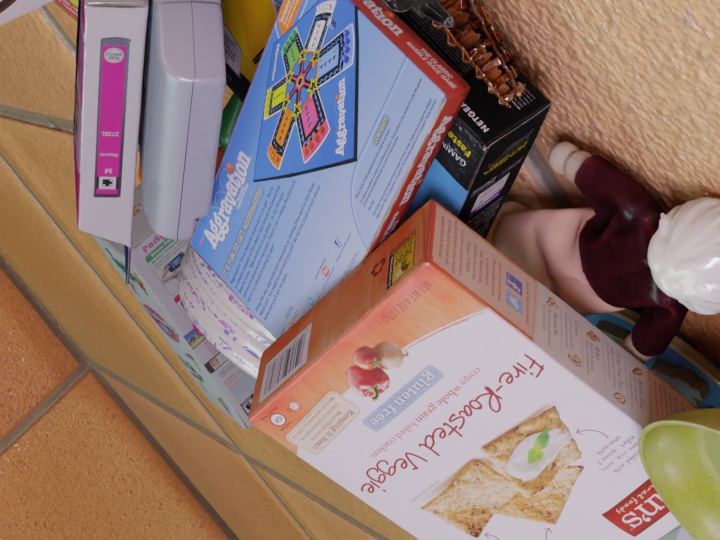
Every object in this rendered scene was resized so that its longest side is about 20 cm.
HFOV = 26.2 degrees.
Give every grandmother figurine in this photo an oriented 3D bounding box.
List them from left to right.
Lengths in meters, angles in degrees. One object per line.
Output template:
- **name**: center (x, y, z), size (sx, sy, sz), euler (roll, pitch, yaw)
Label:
- **grandmother figurine**: center (0.127, -0.009, 0.772), size (0.122, 0.060, 0.200), euler (59, 159, -15)

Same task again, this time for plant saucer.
- **plant saucer**: center (0.208, 0.123, 0.665), size (0.200, 0.031, 0.200), euler (39, 165, 13)

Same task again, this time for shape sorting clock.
- **shape sorting clock**: center (0.172, 0.087, 0.911), size (0.200, 0.039, 0.200), euler (42, 164, 15)

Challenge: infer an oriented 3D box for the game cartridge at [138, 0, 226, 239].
- **game cartridge**: center (-0.099, -0.134, 0.814), size (0.134, 0.041, 0.201), euler (98, 166, -49)

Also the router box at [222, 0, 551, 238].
- **router box**: center (-0.002, -0.101, 0.799), size (0.200, 0.051, 0.149), euler (48, 153, 16)

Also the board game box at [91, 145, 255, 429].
- **board game box**: center (-0.091, 0.000, 1.174), size (0.064, 0.147, 0.200), euler (32, 158, 47)

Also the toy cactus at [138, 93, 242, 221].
- **toy cactus**: center (-0.085, -0.130, 0.968), size (0.164, 0.102, 0.201), euler (-5, 103, 40)

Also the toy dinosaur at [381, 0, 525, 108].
- **toy dinosaur**: center (0.021, -0.163, 0.662), size (0.200, 0.102, 0.136), euler (34, -175, -23)

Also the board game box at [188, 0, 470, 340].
- **board game box**: center (-0.022, -0.048, 0.765), size (0.103, 0.019, 0.200), euler (45, 136, 18)

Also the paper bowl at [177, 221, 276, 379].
- **paper bowl**: center (0.000, 0.000, 0.923), size (0.200, 0.105, 0.201), euler (24, -159, -10)

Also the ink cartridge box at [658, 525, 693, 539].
- **ink cartridge box**: center (0.168, 0.160, 0.897), size (0.199, 0.084, 0.145), euler (22, 158, 35)

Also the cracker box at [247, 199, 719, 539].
- **cracker box**: center (0.063, 0.075, 0.765), size (0.200, 0.134, 0.058), euler (36, -148, -20)

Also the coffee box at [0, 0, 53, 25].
- **coffee box**: center (-0.181, -0.240, 0.662), size (0.201, 0.197, 0.200), euler (60, 166, 13)

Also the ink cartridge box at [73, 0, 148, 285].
- **ink cartridge box**: center (-0.136, -0.093, 0.832), size (0.201, 0.037, 0.095), euler (100, 164, -46)

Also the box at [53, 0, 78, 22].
- **box**: center (-0.205, -0.248, 1.047), size (0.075, 0.050, 0.200), euler (40, 163, 20)
